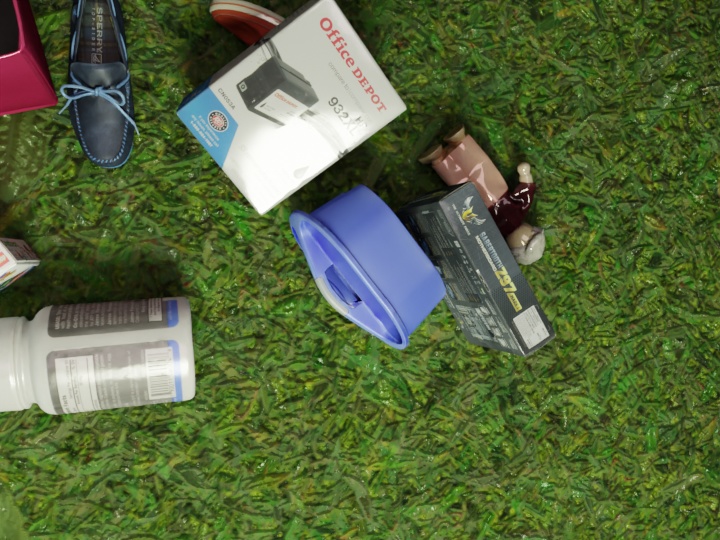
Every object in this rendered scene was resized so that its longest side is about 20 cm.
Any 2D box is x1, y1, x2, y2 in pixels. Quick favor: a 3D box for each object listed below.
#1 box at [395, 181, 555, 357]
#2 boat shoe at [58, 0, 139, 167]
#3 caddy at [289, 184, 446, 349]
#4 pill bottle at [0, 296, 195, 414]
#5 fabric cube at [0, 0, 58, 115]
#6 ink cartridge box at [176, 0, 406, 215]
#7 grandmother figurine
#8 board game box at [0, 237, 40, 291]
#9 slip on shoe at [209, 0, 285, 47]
[{"bbox_3d":[0.129,-0.001,0.828,0.051,0.158,0.200,-31,97,-13],"label":"box"},{"bbox_3d":[-0.290,-0.213,0.759,0.084,0.069,0.200,-10,93,-15],"label":"boat shoe"},{"bbox_3d":[0.000,0.000,0.803,0.105,0.141,0.200,-41,100,-16],"label":"caddy"},{"bbox_3d":[-0.279,0.090,0.742,0.200,0.114,0.114,-3,91,-15],"label":"pill bottle"},{"bbox_3d":[-0.420,-0.250,0.657,0.200,0.199,0.197,-16,94,-14],"label":"fabric cube"},{"bbox_3d":[-0.073,-0.181,0.765,0.200,0.084,0.145,-35,112,8],"label":"ink cartridge box"},{"bbox_3d":[0.169,-0.090,0.893,0.121,0.061,0.200,-36,104,16],"label":"grandmother figurine"},{"bbox_3d":[-0.422,0.040,0.697,0.200,0.126,0.035,-39,100,-12],"label":"board game box"},{"bbox_3d":[-0.088,-0.245,0.815,0.200,0.074,0.061,32,85,-18],"label":"slip on shoe"}]
